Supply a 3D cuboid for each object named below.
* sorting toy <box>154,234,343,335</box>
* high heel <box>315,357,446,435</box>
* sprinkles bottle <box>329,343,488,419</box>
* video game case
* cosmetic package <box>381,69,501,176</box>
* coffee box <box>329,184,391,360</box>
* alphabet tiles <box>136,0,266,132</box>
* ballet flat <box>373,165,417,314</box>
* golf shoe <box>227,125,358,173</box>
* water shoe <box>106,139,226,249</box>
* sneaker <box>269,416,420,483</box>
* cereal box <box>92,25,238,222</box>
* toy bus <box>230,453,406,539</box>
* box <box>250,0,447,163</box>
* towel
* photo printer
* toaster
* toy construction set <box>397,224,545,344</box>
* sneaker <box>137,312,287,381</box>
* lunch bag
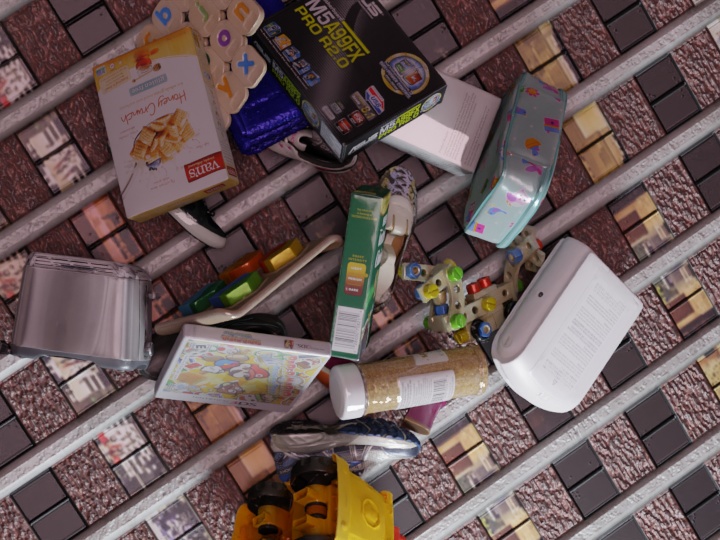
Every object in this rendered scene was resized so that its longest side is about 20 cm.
[{"bbox_3d":[-0.139,0.012,1.603,0.199,0.184,0.037,-35,102,-35],"label":"sorting toy"},{"bbox_3d":[0.023,0.132,1.741,0.198,0.067,0.097,30,63,-7],"label":"high heel"},{"bbox_3d":[0.061,0.140,1.677,0.197,0.068,0.069,-8,93,-19],"label":"sprinkles bottle"},{"bbox_3d":[-0.149,0.124,1.629,0.179,0.200,0.023,8,62,-16],"label":"video game case"},{"bbox_3d":[0.068,-0.209,1.711,0.198,0.085,0.109,24,87,-8],"label":"cosmetic package"},{"bbox_3d":[0.000,0.000,1.630,0.043,0.123,0.203,9,97,5],"label":"coffee box"},{"bbox_3d":[-0.197,-0.266,1.634,0.196,0.015,0.201,48,114,26],"label":"alphabet tiles"},{"bbox_3d":[0.037,-0.036,1.721,0.071,0.072,0.203,17,89,-9],"label":"ballet flat"},{"bbox_3d":[-0.093,-0.182,1.683,0.197,0.092,0.074,20,92,-8],"label":"golf shoe"},{"bbox_3d":[-0.230,-0.114,1.672,0.200,0.071,0.079,45,87,-8],"label":"water shoe"},{"bbox_3d":[-0.020,0.242,1.728,0.196,0.077,0.087,0,102,-2],"label":"sneaker"},{"bbox_3d":[-0.238,-0.176,1.608,0.142,0.039,0.203,-20,76,15],"label":"cereal box"},{"bbox_3d":[-0.042,0.344,1.689,0.191,0.199,0.137,31,42,-36],"label":"toy bus"},{"bbox_3d":[-0.016,-0.251,1.614,0.159,0.044,0.201,-31,73,-19],"label":"box"},{"bbox_3d":[-0.130,-0.256,1.654,0.146,0.050,0.201,-29,69,-6],"label":"towel"},{"bbox_3d":[0.266,0.080,1.733,0.166,0.069,0.201,37,86,-40],"label":"photo printer"},{"bbox_3d":[-0.347,0.050,1.636,0.197,0.114,0.131,6,87,8],"label":"toaster"},{"bbox_3d":[0.153,0.020,1.723,0.198,0.092,0.133,-22,97,-18],"label":"toy construction set"},{"bbox_3d":[-0.190,0.096,1.685,0.197,0.079,0.077,-15,96,-6],"label":"sneaker"},{"bbox_3d":[0.194,-0.139,1.679,0.076,0.161,0.202,20,55,-5],"label":"lunch bag"}]
